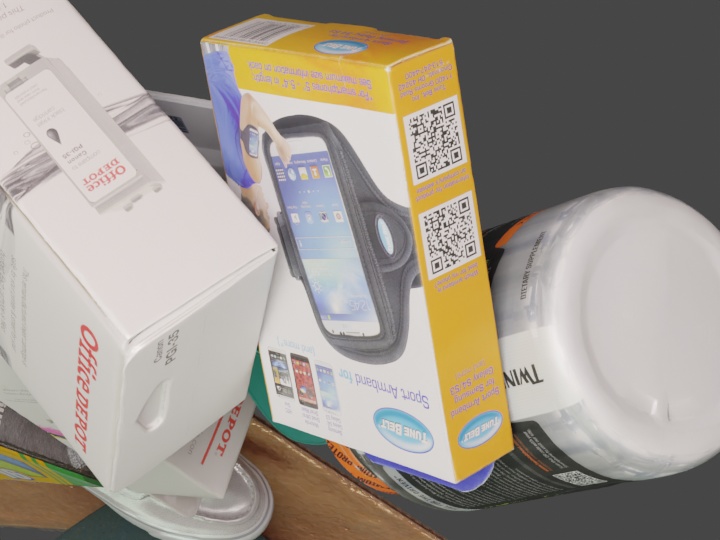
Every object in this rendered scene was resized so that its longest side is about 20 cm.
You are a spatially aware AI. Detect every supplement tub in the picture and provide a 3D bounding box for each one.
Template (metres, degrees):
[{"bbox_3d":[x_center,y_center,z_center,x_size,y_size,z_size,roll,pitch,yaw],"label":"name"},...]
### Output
[{"bbox_3d":[0.071,0.041,0.983,0.122,0.123,0.200,34,152,-23],"label":"supplement tub"}]

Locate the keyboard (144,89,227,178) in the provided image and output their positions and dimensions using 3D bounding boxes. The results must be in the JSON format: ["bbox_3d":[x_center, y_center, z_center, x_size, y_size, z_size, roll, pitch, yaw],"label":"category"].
[{"bbox_3d":[-0.089,-0.066,1.037,0.199,0.011,0.056,11,147,23],"label":"keyboard"}]

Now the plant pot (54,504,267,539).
[{"bbox_3d":[-0.133,0.267,1.494,0.196,0.201,0.196,-5,143,44],"label":"plant pot"}]

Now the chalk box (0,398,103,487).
[{"bbox_3d":[-0.221,0.026,1.136,0.123,0.125,0.200,0,161,39],"label":"chalk box"}]

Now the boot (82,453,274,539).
[{"bbox_3d":[-0.141,0.103,1.327,0.199,0.074,0.096,24,161,-1],"label":"boot"}]

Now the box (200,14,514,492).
[{"bbox_3d":[0.000,0.000,0.909,0.119,0.041,0.201,14,119,48],"label":"box"}]

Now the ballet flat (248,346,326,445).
[{"bbox_3d":[-0.051,0.009,1.082,0.068,0.067,0.200,11,151,28],"label":"ballet flat"}]

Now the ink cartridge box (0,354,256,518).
[{"bbox_3d":[-0.109,0.038,1.121,0.067,0.117,0.200,0,151,40],"label":"ink cartridge box"}]

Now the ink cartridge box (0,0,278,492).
[{"bbox_3d":[-0.131,-0.024,0.951,0.200,0.083,0.147,49,155,18],"label":"ink cartridge box"}]
